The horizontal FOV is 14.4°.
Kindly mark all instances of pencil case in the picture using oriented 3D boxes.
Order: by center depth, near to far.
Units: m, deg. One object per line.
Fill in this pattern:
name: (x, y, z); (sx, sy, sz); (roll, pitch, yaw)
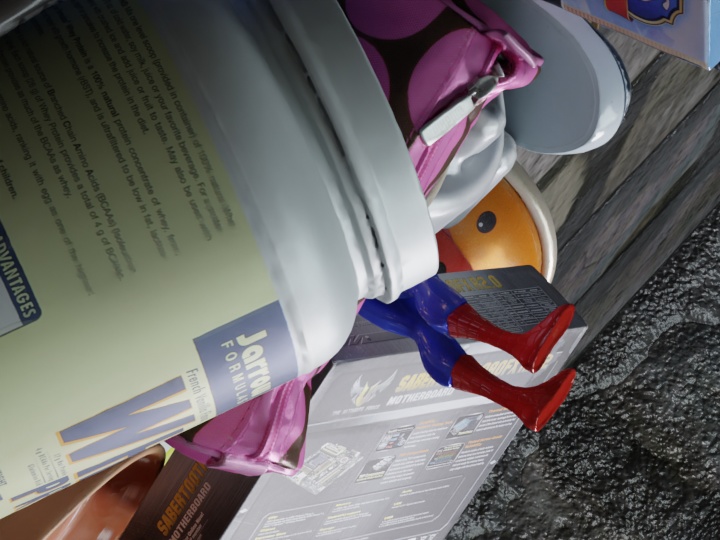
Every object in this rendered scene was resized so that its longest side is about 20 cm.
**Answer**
pencil case: (-0.013, -0.016, 1.048); (0.091, 0.094, 0.201); (25, 96, -44)

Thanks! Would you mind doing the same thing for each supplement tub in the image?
supplement tub: (-0.089, -0.012, 0.932); (0.199, 0.146, 0.145); (-25, 165, -7)

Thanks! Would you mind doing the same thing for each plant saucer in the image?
plant saucer: (-0.162, 0.146, 1.255); (0.200, 0.032, 0.200); (-49, 171, -10)

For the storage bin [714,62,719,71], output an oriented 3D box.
storage bin: (0.207, -0.193, 1.343); (0.200, 0.094, 0.136); (-29, 142, -37)

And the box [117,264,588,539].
box: (-0.002, 0.076, 1.336); (0.199, 0.048, 0.159); (-7, 136, -51)

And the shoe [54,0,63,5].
shoe: (-0.119, -0.010, 1.061); (0.072, 0.091, 0.201); (-99, -149, -49)

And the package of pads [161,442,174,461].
package of pads: (-0.139, 0.098, 1.470); (0.154, 0.068, 0.200); (-44, 169, -28)

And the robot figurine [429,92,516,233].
robot figurine: (-0.012, -0.052, 1.291); (0.200, 0.169, 0.114); (-38, -134, 49)

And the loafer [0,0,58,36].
loafer: (-0.104, -0.117, 0.866); (0.199, 0.071, 0.073); (-32, -170, -3)

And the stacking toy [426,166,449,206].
stacking toy: (-0.050, -0.094, 1.108); (0.146, 0.146, 0.200); (-48, 151, -11)

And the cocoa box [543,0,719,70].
cocoa box: (0.122, -0.209, 1.134); (0.133, 0.131, 0.201); (-43, 145, -32)

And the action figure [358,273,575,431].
action figure: (0.000, 0.000, 1.200); (0.052, 0.199, 0.066); (-52, 153, -28)

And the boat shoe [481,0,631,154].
boat shoe: (0.089, -0.110, 1.358); (0.090, 0.200, 0.071); (-5, 113, -30)

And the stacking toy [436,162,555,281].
stacking toy: (0.002, 0.026, 1.455); (0.200, 0.146, 0.146); (-58, 177, -40)
